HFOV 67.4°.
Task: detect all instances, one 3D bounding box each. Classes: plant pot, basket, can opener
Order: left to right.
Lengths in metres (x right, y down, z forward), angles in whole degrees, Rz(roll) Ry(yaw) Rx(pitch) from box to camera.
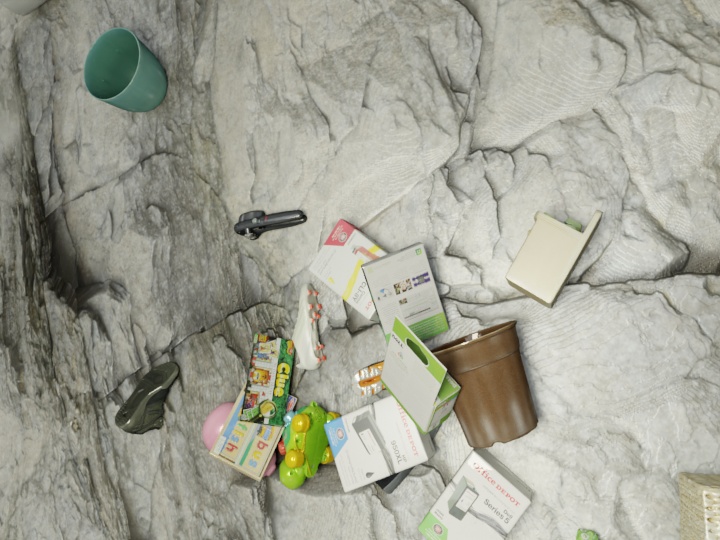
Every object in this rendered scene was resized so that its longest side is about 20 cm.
[{"bbox_3d":[-0.645,-0.546,1.527,0.195,0.160,0.208,-3,81,20],"label":"plant pot"},{"bbox_3d":[-0.231,-0.124,1.367,0.194,0.063,0.081,-7,79,19],"label":"can opener"},{"bbox_3d":[0.253,0.229,1.081,0.196,0.200,0.204,-22,84,15],"label":"plant pot"},{"bbox_3d":[0.647,0.437,0.895,0.194,0.198,0.166,-4,76,19],"label":"basket"}]

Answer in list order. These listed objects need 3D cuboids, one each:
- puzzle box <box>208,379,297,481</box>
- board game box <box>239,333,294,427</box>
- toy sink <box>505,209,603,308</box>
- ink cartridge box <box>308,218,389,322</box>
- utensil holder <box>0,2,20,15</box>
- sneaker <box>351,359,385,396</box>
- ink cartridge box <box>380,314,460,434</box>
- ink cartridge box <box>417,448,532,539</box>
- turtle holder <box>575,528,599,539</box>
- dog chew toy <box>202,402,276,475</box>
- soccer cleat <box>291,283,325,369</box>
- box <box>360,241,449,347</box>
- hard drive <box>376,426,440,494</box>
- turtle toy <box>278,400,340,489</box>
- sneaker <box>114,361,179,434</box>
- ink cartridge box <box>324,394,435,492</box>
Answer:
[{"bbox_3d":[-0.243,0.359,1.242,0.130,0.026,0.203,27,57,-5],"label":"puzzle box"},{"bbox_3d":[-0.216,0.257,1.270,0.102,0.024,0.206,12,64,-15],"label":"board game box"},{"bbox_3d":[0.386,-0.042,1.093,0.111,0.130,0.204,31,94,21],"label":"toy sink"},{"bbox_3d":[0.000,0.000,1.253,0.198,0.083,0.147,37,96,20],"label":"ink cartridge box"},{"bbox_3d":[-1.072,-0.953,1.741,0.196,0.169,0.175,-22,75,18],"label":"utensil holder"},{"bbox_3d":[0.074,0.225,1.202,0.194,0.077,0.081,-12,83,-1],"label":"sneaker"},{"bbox_3d":[0.119,0.185,1.020,0.074,0.204,0.148,-22,51,-30],"label":"ink cartridge box"},{"bbox_3d":[0.233,0.486,1.097,0.144,0.084,0.203,36,95,21],"label":"ink cartridge box"},{"bbox_3d":[0.408,0.589,0.989,0.129,0.140,0.190,22,91,22],"label":"turtle holder"},{"bbox_3d":[-0.280,0.409,1.282,0.198,0.124,0.126,37,95,13],"label":"dog chew toy"},{"bbox_3d":[-0.134,0.135,1.293,0.075,0.069,0.207,-10,82,21],"label":"soccer cleat"},{"bbox_3d":[0.097,0.059,1.172,0.141,0.036,0.205,-19,100,-3],"label":"box"},{"bbox_3d":[0.075,0.375,1.193,0.134,0.042,0.202,38,96,21],"label":"hard drive"},{"bbox_3d":[-0.131,0.396,1.226,0.099,0.144,0.207,8,85,40],"label":"turtle toy"},{"bbox_3d":[-0.540,0.340,1.415,0.075,0.115,0.202,20,62,25],"label":"sneaker"},{"bbox_3d":[0.040,0.356,1.140,0.196,0.084,0.148,-26,73,14],"label":"ink cartridge box"}]
